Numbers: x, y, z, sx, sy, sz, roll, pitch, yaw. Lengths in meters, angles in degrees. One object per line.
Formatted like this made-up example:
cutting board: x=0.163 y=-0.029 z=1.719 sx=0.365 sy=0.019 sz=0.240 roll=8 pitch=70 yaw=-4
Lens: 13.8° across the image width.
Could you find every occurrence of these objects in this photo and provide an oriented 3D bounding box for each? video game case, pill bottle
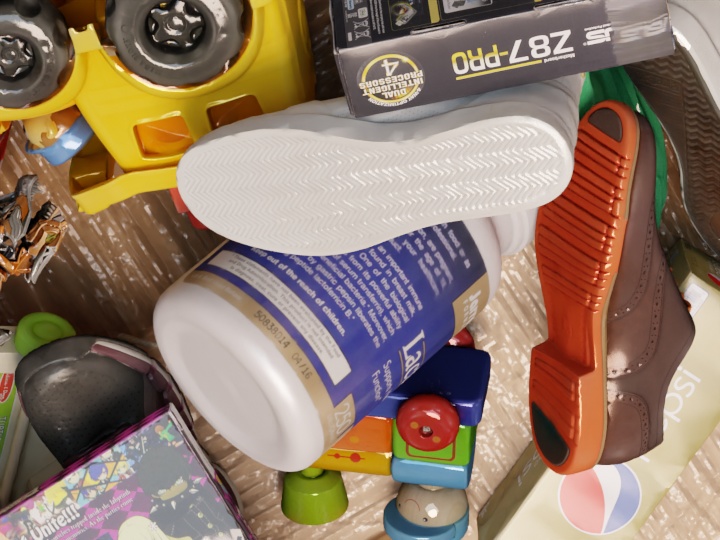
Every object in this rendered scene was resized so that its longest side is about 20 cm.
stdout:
video game case: x=-0.132 y=0.196 z=1.518 sx=0.200 sy=0.036 sz=0.182 roll=-33 pitch=96 yaw=2
pill bottle: x=0.000 y=0.000 z=1.524 sx=0.200 sy=0.116 sz=0.116 roll=-41 pitch=105 yaw=-23

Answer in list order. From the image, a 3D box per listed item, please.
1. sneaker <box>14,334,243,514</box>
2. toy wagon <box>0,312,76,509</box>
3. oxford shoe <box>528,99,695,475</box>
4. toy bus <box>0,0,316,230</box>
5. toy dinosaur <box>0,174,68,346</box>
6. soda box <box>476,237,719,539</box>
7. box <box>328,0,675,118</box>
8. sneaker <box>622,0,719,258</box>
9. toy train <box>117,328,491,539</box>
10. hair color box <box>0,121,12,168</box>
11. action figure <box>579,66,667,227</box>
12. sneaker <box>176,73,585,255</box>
sneaker: x=-0.109 y=0.125 z=1.563 sx=0.075 sy=0.116 sz=0.200 roll=-27 pitch=136 yaw=12
toy wagon: x=-0.196 y=0.087 z=1.607 sx=0.199 sy=0.040 sz=0.156 roll=0 pitch=131 yaw=-23
oxford shoe: x=0.134 y=0.006 z=1.523 sx=0.072 sy=0.071 sz=0.201 roll=-6 pitch=117 yaw=-25
toy bus: x=-0.115 y=-0.095 z=1.540 sx=0.199 sy=0.136 sz=0.193 roll=-12 pitch=122 yaw=7
toy dinosaur: x=-0.249 y=0.003 z=1.490 sx=0.200 sy=0.102 sz=0.136 roll=-35 pitch=101 yaw=-32
soda box: x=0.143 y=0.086 z=1.610 sx=0.064 sy=0.068 sz=0.200 roll=33 pitch=104 yaw=-9
box: x=0.062 y=-0.166 z=1.468 sx=0.160 sy=0.200 sz=0.049 roll=-13 pitch=130 yaw=5
sneaker: x=0.204 y=-0.081 z=1.560 sx=0.073 sy=0.085 sz=0.200 roll=2 pitch=134 yaw=37
toy train: x=-0.031 y=0.088 z=1.617 sx=0.199 sy=0.085 sz=0.116 roll=5 pitch=124 yaw=7
hair color box: x=-0.296 y=-0.051 z=1.579 sx=0.199 sy=0.064 sz=0.111 roll=15 pitch=108 yaw=-3
action figure: x=0.123 y=-0.076 z=1.556 sx=0.054 sy=0.118 sz=0.201 roll=-3 pitch=119 yaw=29
sneaker: x=0.015 y=-0.070 z=1.471 sx=0.199 sy=0.116 sz=0.074 roll=-4 pitch=121 yaw=15
